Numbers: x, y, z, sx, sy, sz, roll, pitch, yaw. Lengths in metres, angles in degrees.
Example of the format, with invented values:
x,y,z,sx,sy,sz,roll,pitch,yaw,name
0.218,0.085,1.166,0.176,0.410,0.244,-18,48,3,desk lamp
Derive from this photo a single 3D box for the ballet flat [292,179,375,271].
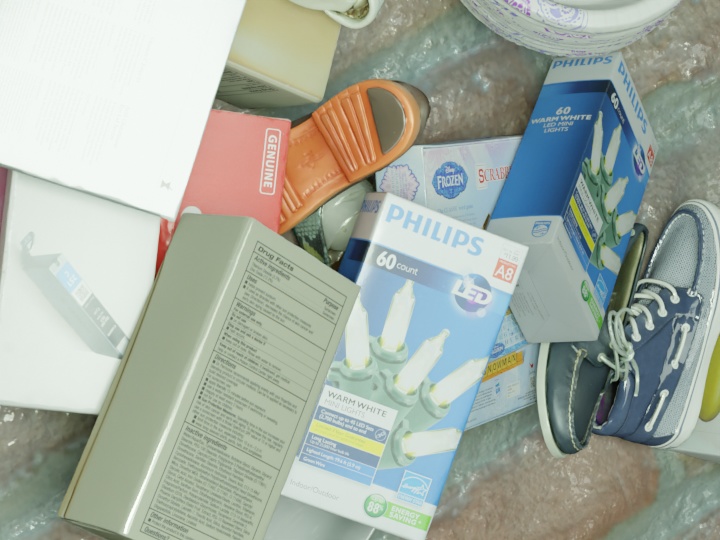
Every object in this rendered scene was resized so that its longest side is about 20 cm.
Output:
x,y,z,sx,sy,sz,roll,pitch,yaw,name
0.000,0.000,1.352,0.069,0.071,0.201,-20,102,-31,ballet flat

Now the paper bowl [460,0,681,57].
x,y,z,sx,sy,sz,roll,pitch,yaw,name
0.149,-0.252,1.398,0.200,0.104,0.201,3,76,-11,paper bowl

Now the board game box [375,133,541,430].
x,y,z,sx,sy,sz,roll,pitch,yaw,name
0.079,0.006,1.376,0.200,0.041,0.200,-11,98,-60,board game box

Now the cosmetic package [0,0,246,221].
x,y,z,sx,sy,sz,roll,pitch,yaw,name
-0.149,-0.146,1.127,0.150,0.052,0.201,18,91,-8,cosmetic package

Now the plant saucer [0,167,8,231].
x,y,z,sx,sy,sz,roll,pitch,yaw,name
-0.200,-0.036,1.227,0.200,0.051,0.201,-2,94,-34,plant saucer

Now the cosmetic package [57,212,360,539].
x,y,z,sx,sy,sz,roll,pitch,yaw,name
-0.088,0.077,1.156,0.103,0.073,0.200,34,71,-38,cosmetic package

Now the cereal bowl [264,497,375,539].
x,y,z,sx,sy,sz,roll,pitch,yaw,name
-0.076,0.116,1.297,0.200,0.083,0.201,-2,93,-34,cereal bowl

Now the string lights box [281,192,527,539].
x,y,z,sx,sy,sz,roll,pitch,yaw,name
0.022,0.061,1.239,0.103,0.059,0.200,20,88,-13,string lights box

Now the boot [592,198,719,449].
x,y,z,sx,sy,sz,roll,pitch,yaw,name
0.231,0.038,1.507,0.090,0.073,0.201,12,86,-40,boot

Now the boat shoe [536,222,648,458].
x,y,z,sx,sy,sz,roll,pitch,yaw,name
0.177,0.048,1.444,0.075,0.062,0.200,63,34,-47,boat shoe

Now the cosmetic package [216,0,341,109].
x,y,z,sx,sy,sz,roll,pitch,yaw,name
-0.121,-0.171,1.245,0.200,0.105,0.071,20,80,-34,cosmetic package

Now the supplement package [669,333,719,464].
x,y,z,sx,sy,sz,roll,pitch,yaw,name
0.367,0.069,1.554,0.150,0.152,0.201,17,82,-33,supplement package

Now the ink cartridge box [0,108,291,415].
x,y,z,sx,sy,sz,roll,pitch,yaw,name
-0.133,-0.010,1.189,0.176,0.045,0.201,6,88,-15,ink cartridge box

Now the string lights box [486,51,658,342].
x,y,z,sx,sy,sz,roll,pitch,yaw,name
0.155,-0.055,1.411,0.103,0.059,0.200,60,40,-38,string lights box

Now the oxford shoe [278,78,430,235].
x,y,z,sx,sy,sz,roll,pitch,yaw,name
-0.040,-0.066,1.278,0.071,0.200,0.073,68,21,0,oxford shoe

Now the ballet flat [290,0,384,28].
x,y,z,sx,sy,sz,roll,pitch,yaw,name
-0.062,-0.211,1.195,0.200,0.069,0.070,27,77,-26,ballet flat
